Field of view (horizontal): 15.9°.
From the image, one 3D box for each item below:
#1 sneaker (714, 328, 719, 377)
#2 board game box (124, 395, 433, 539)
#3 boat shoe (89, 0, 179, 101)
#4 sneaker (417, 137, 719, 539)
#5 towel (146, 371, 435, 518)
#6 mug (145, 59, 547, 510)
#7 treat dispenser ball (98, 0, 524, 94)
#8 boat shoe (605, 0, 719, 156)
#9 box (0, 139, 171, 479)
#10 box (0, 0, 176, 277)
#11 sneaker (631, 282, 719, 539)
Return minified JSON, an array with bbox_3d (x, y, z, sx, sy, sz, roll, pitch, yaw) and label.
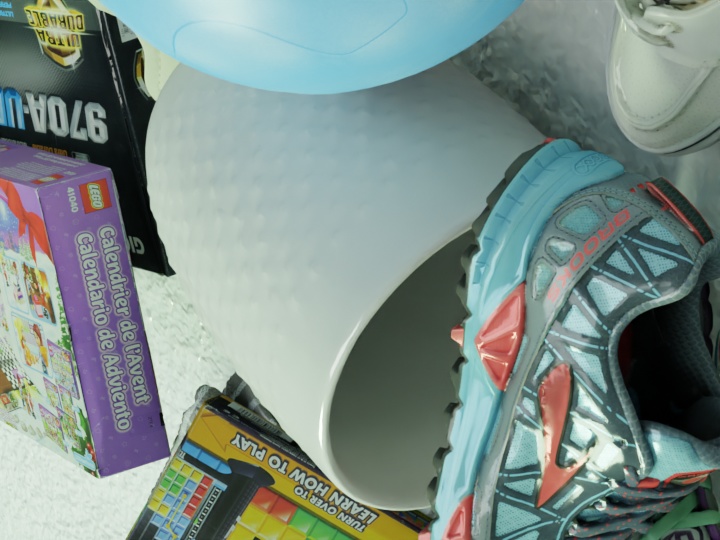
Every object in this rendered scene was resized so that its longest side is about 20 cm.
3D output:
[{"bbox_3d":[0.179,0.093,0.886,0.200,0.070,0.093,64,170,-3],"label":"sneaker"},{"bbox_3d":[-0.015,0.170,1.019,0.200,0.165,0.057,30,-177,3],"label":"board game box"},{"bbox_3d":[-0.066,-0.116,1.063,0.202,0.072,0.060,52,-146,-59],"label":"boat shoe"},{"bbox_3d":[0.079,0.061,0.865,0.095,0.079,0.200,22,125,31],"label":"sneaker"},{"bbox_3d":[-0.026,0.142,1.198,0.166,0.086,0.200,52,146,22],"label":"towel"},{"bbox_3d":[0.000,0.000,1.015,0.175,0.148,0.200,46,153,37],"label":"mug"},{"bbox_3d":[-0.017,-0.161,0.877,0.201,0.201,0.201,35,136,42],"label":"treat dispenser ball"},{"bbox_3d":[0.112,-0.104,0.841,0.071,0.070,0.200,54,146,21],"label":"boat shoe"},{"bbox_3d":[-0.154,0.012,1.227,0.200,0.039,0.137,17,121,64],"label":"box"},{"bbox_3d":[-0.146,-0.090,1.269,0.200,0.046,0.159,14,121,53],"label":"box"},{"bbox_3d":[0.110,0.062,0.939,0.088,0.074,0.200,-127,22,-49],"label":"sneaker"}]
